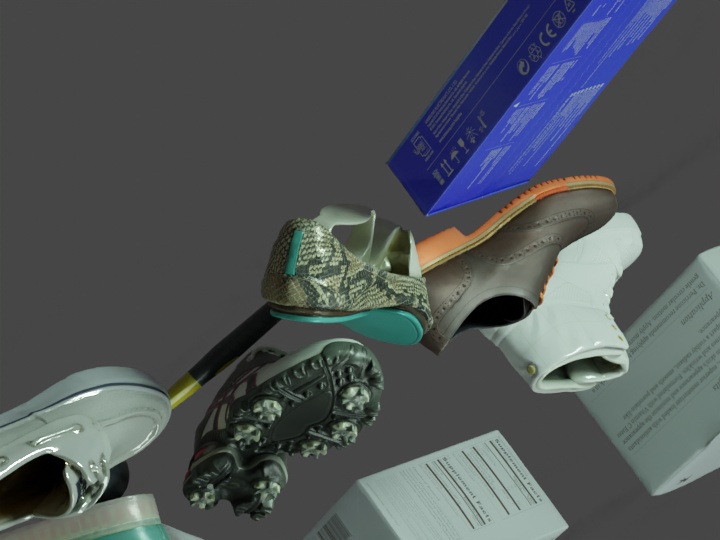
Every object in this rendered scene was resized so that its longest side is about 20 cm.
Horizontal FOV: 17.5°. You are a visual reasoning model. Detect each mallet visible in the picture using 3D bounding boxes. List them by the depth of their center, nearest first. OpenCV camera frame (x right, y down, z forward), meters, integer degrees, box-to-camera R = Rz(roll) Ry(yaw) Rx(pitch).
[{"bbox_3d":[-0.104,0.072,1.411,0.200,0.041,0.066,-38,164,-8],"label":"mallet"}]

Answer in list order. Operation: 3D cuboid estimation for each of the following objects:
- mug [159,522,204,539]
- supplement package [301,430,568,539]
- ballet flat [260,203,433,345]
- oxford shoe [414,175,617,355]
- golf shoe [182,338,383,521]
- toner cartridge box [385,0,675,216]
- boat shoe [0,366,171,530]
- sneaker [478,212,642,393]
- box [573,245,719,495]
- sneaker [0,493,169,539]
[{"bbox_3d":[-0.160,0.233,1.602,0.153,0.186,0.150,14,95,-79],"label":"mug"},{"bbox_3d":[0.060,0.229,1.986,0.200,0.110,0.114,-14,151,-50],"label":"supplement package"},{"bbox_3d":[0.000,0.000,1.369,0.200,0.068,0.075,17,81,-69],"label":"ballet flat"},{"bbox_3d":[0.102,-0.001,1.539,0.200,0.073,0.071,-27,159,-29],"label":"oxford shoe"},{"bbox_3d":[-0.052,0.076,1.415,0.077,0.088,0.200,19,145,-23],"label":"golf shoe"},{"bbox_3d":[0.101,-0.115,1.300,0.095,0.043,0.200,-21,157,-43],"label":"toner cartridge box"},{"bbox_3d":[-0.173,0.110,1.287,0.200,0.070,0.071,-14,132,-45],"label":"boat shoe"},{"bbox_3d":[0.157,0.030,1.658,0.200,0.116,0.074,-20,154,-46],"label":"sneaker"},{"bbox_3d":[0.332,0.075,2.074,0.200,0.131,0.199,-16,153,-48],"label":"box"},{"bbox_3d":[-0.207,0.202,1.407,0.200,0.080,0.071,-20,166,10],"label":"sneaker"}]
